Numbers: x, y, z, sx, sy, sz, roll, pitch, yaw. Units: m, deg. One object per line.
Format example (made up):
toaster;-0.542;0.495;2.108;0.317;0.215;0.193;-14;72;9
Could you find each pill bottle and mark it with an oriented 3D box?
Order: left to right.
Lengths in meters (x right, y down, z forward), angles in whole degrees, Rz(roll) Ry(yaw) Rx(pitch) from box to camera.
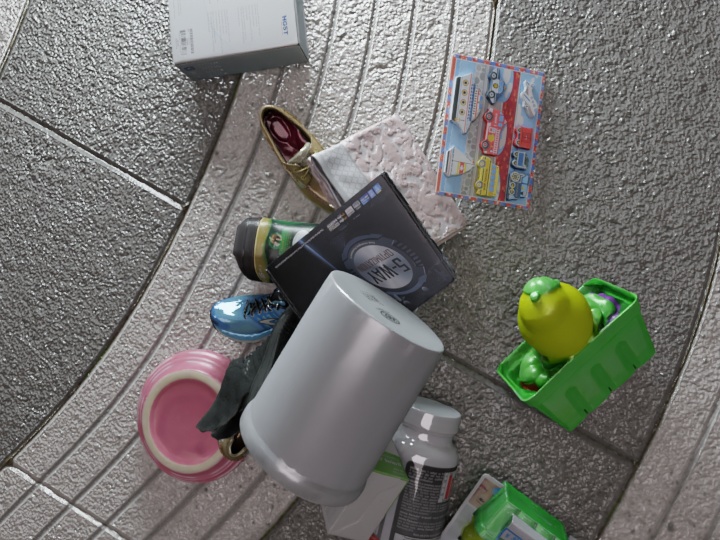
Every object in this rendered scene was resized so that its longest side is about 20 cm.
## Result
pill bottle;0.076;0.292;0.832;0.113;0.116;0.206;14;90;6

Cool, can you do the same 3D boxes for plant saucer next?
plant saucer;-0.257;0.227;0.902;0.194;0.051;0.207;0;89;5

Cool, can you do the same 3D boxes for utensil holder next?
utensil holder;-0.018;0.129;0.671;0.168;0.170;0.203;34;100;6

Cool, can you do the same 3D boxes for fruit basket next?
fruit basket;0.196;0.420;0.829;0.183;0.094;0.203;35;96;6
fruit basket;0.269;0.083;0.793;0.208;0.156;0.223;-1;100;-4

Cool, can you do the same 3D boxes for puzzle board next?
puzzle board;0.192;-0.202;0.858;0.146;0.017;0.207;7;89;-10

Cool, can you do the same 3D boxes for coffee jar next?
coffee jar;-0.084;-0.023;0.860;0.194;0.105;0.088;6;74;7

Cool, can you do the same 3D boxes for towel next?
towel;0.043;-0.111;0.836;0.189;0.032;0.203;-31;87;-34

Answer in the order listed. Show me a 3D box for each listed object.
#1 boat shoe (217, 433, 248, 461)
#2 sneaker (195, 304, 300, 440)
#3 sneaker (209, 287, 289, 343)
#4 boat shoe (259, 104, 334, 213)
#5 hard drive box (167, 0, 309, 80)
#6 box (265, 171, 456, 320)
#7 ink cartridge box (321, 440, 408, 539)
boat shoe;-0.134;0.186;0.856;0.074;0.068;0.203;34;74;-11
sneaker;-0.140;0.132;0.794;0.102;0.060;0.204;0;60;39
sneaker;-0.126;0.049;0.861;0.193;0.091;0.080;-4;53;1
boat shoe;-0.086;-0.166;0.882;0.074;0.066;0.200;-44;85;4
hard drive box;-0.186;-0.391;0.892;0.194;0.077;0.161;-6;89;6
box;0.000;0.000;0.754;0.198;0.044;0.162;-36;95;12
ink cartridge box;-0.014;0.251;0.822;0.066;0.201;0.119;22;111;-26
